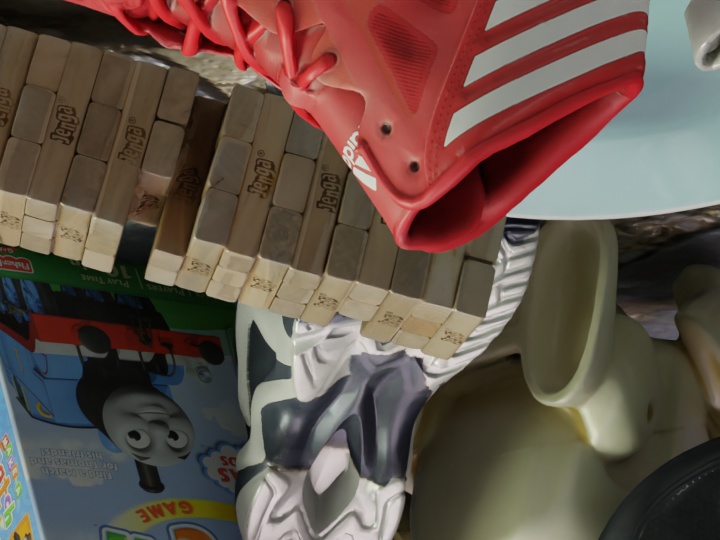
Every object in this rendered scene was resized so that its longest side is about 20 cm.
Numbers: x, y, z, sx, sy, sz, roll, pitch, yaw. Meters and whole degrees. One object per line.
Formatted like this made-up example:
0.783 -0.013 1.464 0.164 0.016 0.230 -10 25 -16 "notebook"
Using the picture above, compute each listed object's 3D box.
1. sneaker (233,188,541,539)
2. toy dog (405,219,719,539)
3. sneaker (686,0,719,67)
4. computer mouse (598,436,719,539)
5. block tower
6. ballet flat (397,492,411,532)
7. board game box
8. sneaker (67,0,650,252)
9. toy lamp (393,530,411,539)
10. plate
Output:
0.000 0.000 0.942 0.079 0.130 0.200 5 124 -16 "sneaker"
0.114 0.084 1.040 0.139 0.195 0.199 -30 144 34 "toy dog"
0.171 -0.056 0.674 0.198 0.080 0.129 11 144 -37 "sneaker"
0.162 0.078 0.941 0.199 0.053 0.139 -27 159 -2 "computer mouse"
-0.058 -0.027 0.784 0.199 0.054 0.058 15 161 -6 "block tower"
0.024 0.109 1.160 0.067 0.047 0.200 16 145 6 "ballet flat"
-0.071 0.080 0.985 0.151 0.201 0.037 9 134 -33 "board game box"
-0.024 -0.063 0.637 0.199 0.116 0.078 -6 163 11 "sneaker"
0.040 0.125 1.100 0.199 0.059 0.058 15 157 -35 "toy lamp"
0.070 -0.066 0.774 0.199 0.026 0.200 1 158 0 "plate"
